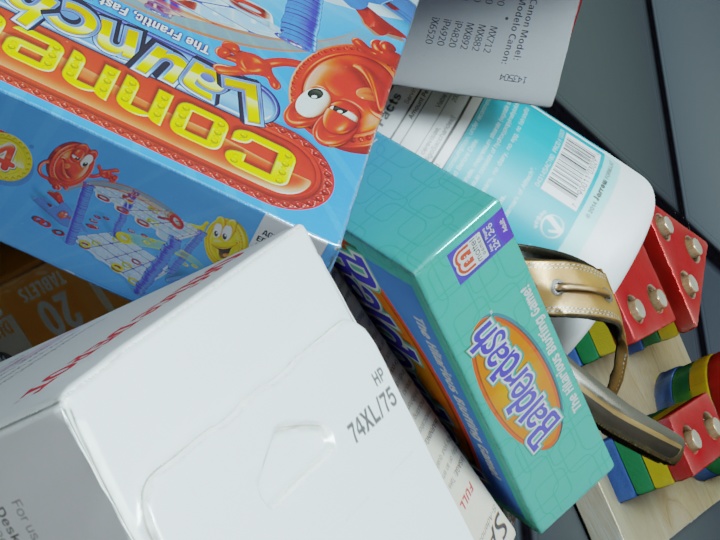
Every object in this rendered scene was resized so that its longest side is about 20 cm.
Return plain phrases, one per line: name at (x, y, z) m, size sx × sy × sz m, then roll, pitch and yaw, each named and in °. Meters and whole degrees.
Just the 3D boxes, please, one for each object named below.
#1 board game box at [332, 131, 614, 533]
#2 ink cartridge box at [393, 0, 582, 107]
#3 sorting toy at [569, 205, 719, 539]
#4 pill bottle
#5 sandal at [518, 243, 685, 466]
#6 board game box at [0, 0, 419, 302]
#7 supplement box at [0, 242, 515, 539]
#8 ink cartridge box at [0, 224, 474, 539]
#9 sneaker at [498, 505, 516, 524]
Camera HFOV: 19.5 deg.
board game box at (0.000, 0.000, 0.826) m, size 0.200 × 0.045 × 0.152 m, roll 33°, pitch -23°, yaw 46°
ink cartridge box at (0.034, -0.158, 0.935) m, size 0.175 × 0.084 × 0.200 m, roll 7°, pitch 31°, yaw -14°
sorting toy at (0.166, 0.047, 1.208) m, size 0.199 × 0.070 × 0.200 m, roll -17°, pitch 83°, yaw -62°
pill bottle at (0.026, -0.045, 0.961) m, size 0.200 × 0.111 × 0.111 m, roll 33°, pitch 34°, yaw -4°
sandal at (0.070, 0.006, 0.883) m, size 0.200 × 0.055 × 0.082 m, roll 46°, pitch 1°, yaw -1°
board game box at (-0.086, -0.087, 0.699) m, size 0.200 × 0.056 × 0.196 m, roll 24°, pitch 38°, yaw -7°
supplement box at (-0.051, 0.062, 0.771) m, size 0.200 × 0.126 × 0.074 m, roll 55°, pitch 30°, yaw -16°
ink cartridge box at (-0.088, 0.104, 0.598) m, size 0.146 × 0.200 × 0.147 m, roll 62°, pitch 29°, yaw -6°
sneaker at (0.047, 0.091, 0.973) m, size 0.200 × 0.071 × 0.098 m, roll 26°, pitch 87°, yaw -79°
